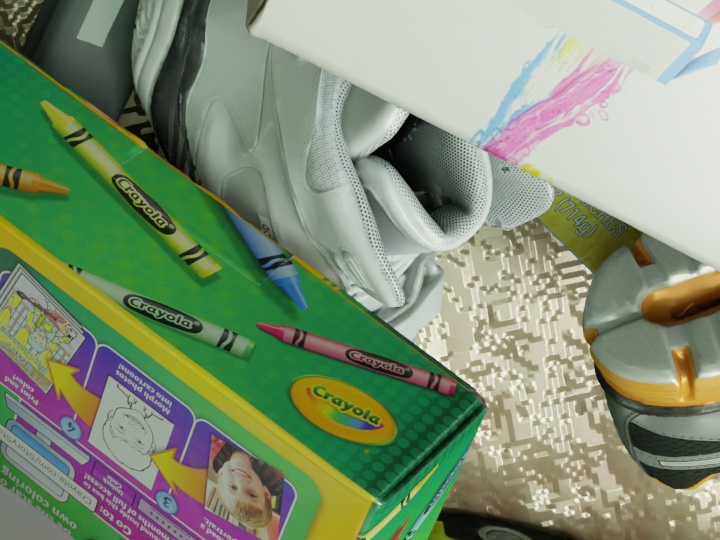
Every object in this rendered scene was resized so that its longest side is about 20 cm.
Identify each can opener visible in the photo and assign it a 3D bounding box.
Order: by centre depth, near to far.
[{"bbox_3d":[-0.046,-0.123,0.896,0.066,0.053,0.200,26,103,-15],"label":"can opener"}]

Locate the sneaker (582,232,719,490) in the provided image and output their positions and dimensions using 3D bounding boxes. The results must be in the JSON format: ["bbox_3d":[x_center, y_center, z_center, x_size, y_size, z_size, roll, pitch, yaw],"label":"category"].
[{"bbox_3d":[0.160,0.008,0.891,0.200,0.078,0.077,-15,139,-8],"label":"sneaker"}]

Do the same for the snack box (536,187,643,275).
[{"bbox_3d":[0.140,-0.074,0.927,0.169,0.068,0.200,43,97,-18],"label":"snack box"}]

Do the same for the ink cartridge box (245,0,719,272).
[{"bbox_3d":[0.063,-0.105,0.798,0.200,0.129,0.125,26,114,-13],"label":"ink cartridge box"}]

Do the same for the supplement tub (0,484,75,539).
[{"bbox_3d":[-0.163,0.154,0.819,0.144,0.145,0.200,27,102,-14],"label":"supplement tub"}]

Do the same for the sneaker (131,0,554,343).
[{"bbox_3d":[0.000,0.000,0.891,0.075,0.115,0.200,-32,125,-27],"label":"sneaker"}]

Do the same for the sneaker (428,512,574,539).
[{"bbox_3d":[0.071,0.134,0.984,0.200,0.075,0.077,15,105,-10],"label":"sneaker"}]

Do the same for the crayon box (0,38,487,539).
[{"bbox_3d":[-0.071,0.031,0.870,0.200,0.058,0.119,36,137,14],"label":"crayon box"}]
